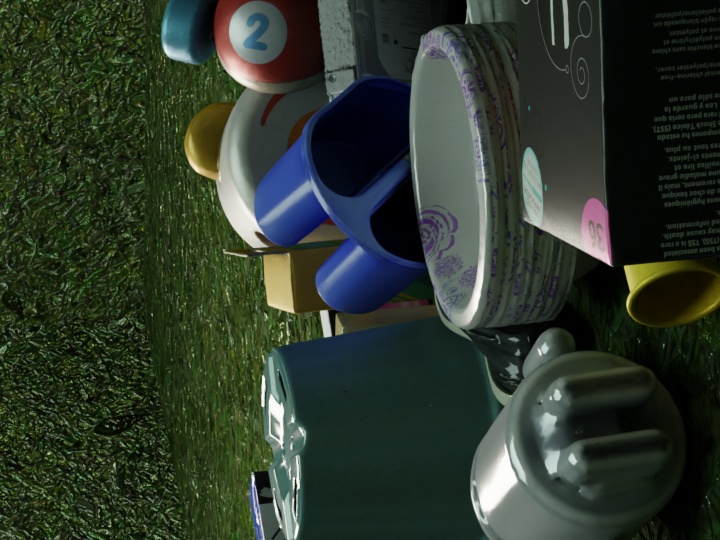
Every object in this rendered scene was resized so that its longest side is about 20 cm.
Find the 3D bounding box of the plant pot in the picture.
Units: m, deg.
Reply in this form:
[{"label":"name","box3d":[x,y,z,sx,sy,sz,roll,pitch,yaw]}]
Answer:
[{"label":"plant pot","box3d":[0.034,0.122,1.587,0.200,0.196,0.201,175,90,-77]}]

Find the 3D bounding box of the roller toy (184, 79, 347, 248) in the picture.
[{"label":"roller toy","box3d":[-0.034,-0.092,1.842,0.183,0.200,0.140,63,168,2]}]

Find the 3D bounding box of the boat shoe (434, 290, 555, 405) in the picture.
[{"label":"boat shoe","box3d":[0.096,0.021,1.509,0.199,0.074,0.066,-107,6,-59]}]

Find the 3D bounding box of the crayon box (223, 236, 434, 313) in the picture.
[{"label":"crayon box","box3d":[0.000,0.000,1.685,0.126,0.200,0.052,-170,75,-78]}]

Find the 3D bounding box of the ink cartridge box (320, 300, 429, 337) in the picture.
[{"label":"ink cartridge box","box3d":[0.022,0.089,1.877,0.037,0.095,0.200,117,146,-68]}]

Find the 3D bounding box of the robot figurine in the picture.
[{"label":"robot figurine","box3d":[0.132,0.122,1.314,0.200,0.113,0.170,114,150,-66]}]

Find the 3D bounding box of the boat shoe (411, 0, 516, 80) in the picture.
[{"label":"boat shoe","box3d":[0.077,-0.145,1.525,0.202,0.086,0.075,110,153,-70]}]

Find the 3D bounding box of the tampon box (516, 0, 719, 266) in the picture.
[{"label":"tampon box","box3d":[0.156,-0.115,1.067,0.150,0.126,0.200,-141,47,-75]}]

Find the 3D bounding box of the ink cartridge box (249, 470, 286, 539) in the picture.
[{"label":"ink cartridge box","box3d":[0.017,0.199,1.686,0.044,0.200,0.094,104,157,-60]}]

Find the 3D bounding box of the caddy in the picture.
[{"label":"caddy","box3d":[0.016,-0.062,1.542,0.141,0.200,0.105,48,126,-2]}]

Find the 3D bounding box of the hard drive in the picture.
[{"label":"hard drive","box3d":[0.020,-0.211,1.690,0.038,0.140,0.200,-8,85,37]}]

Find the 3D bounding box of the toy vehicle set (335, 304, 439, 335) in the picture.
[{"label":"toy vehicle set","box3d":[0.041,0.123,1.727,0.027,0.124,0.200,-116,24,-60]}]

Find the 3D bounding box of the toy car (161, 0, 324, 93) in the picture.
[{"label":"toy car","box3d":[-0.060,-0.266,1.725,0.200,0.184,0.177,85,-156,-49]}]

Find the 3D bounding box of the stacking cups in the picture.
[{"label":"stacking cups","box3d":[0.161,-0.063,1.235,0.061,0.060,0.200,100,162,-52]}]

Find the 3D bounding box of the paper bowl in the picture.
[{"label":"paper bowl","box3d":[0.103,-0.064,1.398,0.201,0.104,0.201,175,90,-78]}]
